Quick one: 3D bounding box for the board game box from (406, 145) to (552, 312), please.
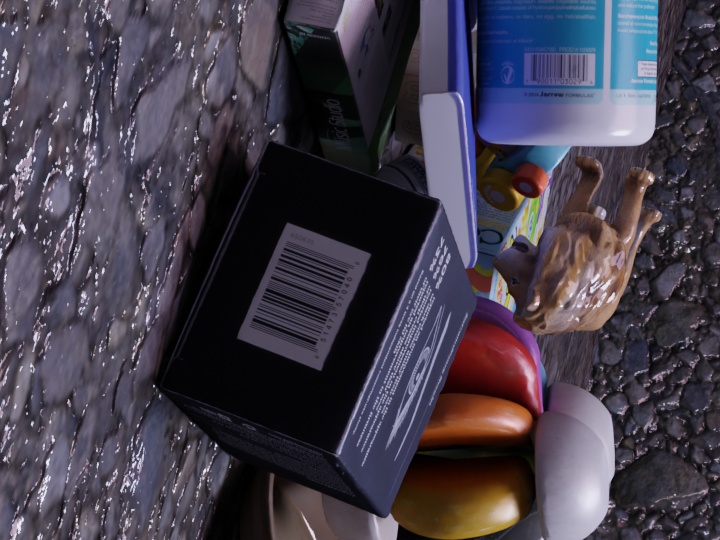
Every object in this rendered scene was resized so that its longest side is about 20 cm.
[{"bbox_3d":[0.066,-0.015,1.550,0.200,0.105,0.103,-55,155,-61],"label":"board game box"}]

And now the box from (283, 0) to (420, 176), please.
[{"bbox_3d":[0.001,-0.160,1.270,0.200,0.036,0.145,71,33,-66],"label":"box"}]

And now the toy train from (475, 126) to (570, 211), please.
[{"bbox_3d":[0.118,-0.116,1.441,0.150,0.056,0.200,-47,-168,9],"label":"toy train"}]

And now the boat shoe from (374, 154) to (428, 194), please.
[{"bbox_3d":[0.000,0.000,1.371,0.065,0.074,0.200,-30,154,-26],"label":"boat shoe"}]

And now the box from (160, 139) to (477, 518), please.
[{"bbox_3d":[-0.016,0.038,1.174,0.200,0.104,0.148,66,45,-72],"label":"box"}]

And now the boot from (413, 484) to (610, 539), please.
[{"bbox_3d":[0.105,0.222,1.463,0.200,0.068,0.131,-30,105,-23],"label":"boot"}]

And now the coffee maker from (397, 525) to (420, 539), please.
[{"bbox_3d":[0.077,0.171,1.600,0.135,0.192,0.200,-34,-168,31],"label":"coffee maker"}]

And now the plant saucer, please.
[{"bbox_3d":[-0.029,0.208,1.318,0.200,0.029,0.201,-20,90,-79],"label":"plant saucer"}]

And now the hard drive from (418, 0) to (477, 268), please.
[{"bbox_3d":[0.053,-0.117,1.272,0.200,0.025,0.132,-88,172,-47],"label":"hard drive"}]

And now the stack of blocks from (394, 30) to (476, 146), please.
[{"bbox_3d":[0.072,-0.198,1.499,0.115,0.058,0.200,-63,162,-51],"label":"stack of blocks"}]

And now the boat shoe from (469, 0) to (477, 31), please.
[{"bbox_3d":[0.079,-0.248,1.354,0.091,0.071,0.201,-35,140,-26],"label":"boat shoe"}]

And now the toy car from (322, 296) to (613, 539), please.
[{"bbox_3d":[0.068,0.093,1.355,0.200,0.175,0.150,-42,126,-77],"label":"toy car"}]

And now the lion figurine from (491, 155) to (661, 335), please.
[{"bbox_3d":[0.146,0.001,1.369,0.123,0.072,0.200,-70,159,-10],"label":"lion figurine"}]

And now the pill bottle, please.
[{"bbox_3d":[0.126,-0.176,1.291,0.111,0.110,0.201,-17,109,-77],"label":"pill bottle"}]
